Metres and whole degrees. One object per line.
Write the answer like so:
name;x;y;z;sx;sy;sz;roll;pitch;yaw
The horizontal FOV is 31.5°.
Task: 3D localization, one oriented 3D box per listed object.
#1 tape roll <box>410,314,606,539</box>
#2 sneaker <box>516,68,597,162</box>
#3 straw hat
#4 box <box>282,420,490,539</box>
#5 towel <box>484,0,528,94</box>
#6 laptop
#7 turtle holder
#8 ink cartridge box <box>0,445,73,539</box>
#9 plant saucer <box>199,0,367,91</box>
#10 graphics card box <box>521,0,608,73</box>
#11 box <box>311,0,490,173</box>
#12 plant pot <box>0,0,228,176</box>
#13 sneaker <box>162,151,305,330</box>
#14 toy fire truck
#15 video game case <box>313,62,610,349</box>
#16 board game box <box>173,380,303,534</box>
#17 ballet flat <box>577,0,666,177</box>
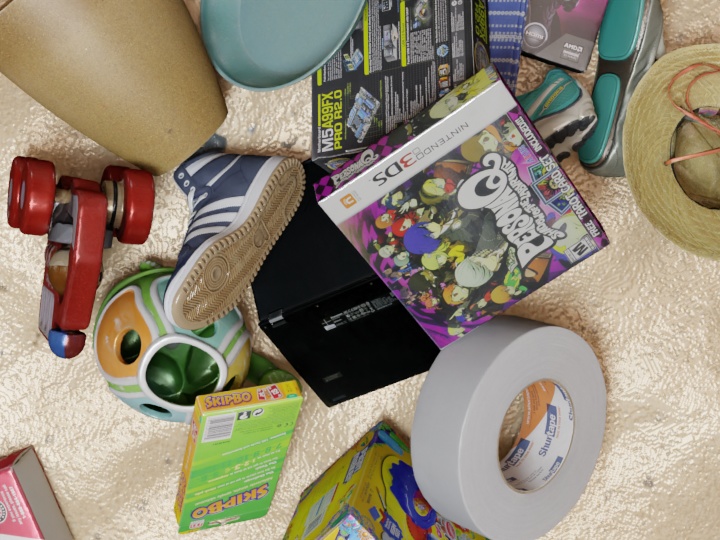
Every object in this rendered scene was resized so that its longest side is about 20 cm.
tape roll;0.139;0.144;1.170;0.199;0.066;0.203;-11;106;-40
sneaker;0.126;-0.115;1.198;0.198;0.077;0.080;-30;63;10
straw hat;0.320;-0.099;1.178;0.198;0.085;0.204;1;79;-5
box;0.032;0.278;1.167;0.193;0.200;0.122;45;108;-6
towel;0.082;-0.212;1.142;0.143;0.024;0.203;5;80;27
laptop;0.000;0.000;1.206;0.185;0.117;0.201;-22;126;22
turtle holder;-0.159;0.087;1.180;0.141;0.132;0.186;-39;112;-3
ink cartridge box;-0.387;0.279;1.235;0.198;0.086;0.149;-21;98;4
plant saucer;-0.060;-0.253;1.145;0.198;0.036;0.203;-10;74;35
graphics card box;0.178;-0.296;1.174;0.124;0.051;0.203;18;98;-1
box;0.034;-0.198;1.126;0.158;0.044;0.203;-9;73;26
plant pot;-0.216;-0.189;1.140;0.186;0.187;0.201;-38;111;5
sneaker;-0.142;-0.033;1.155;0.107;0.201;0.071;13;142;31
toy fire truck;-0.258;-0.012;1.145;0.111;0.200;0.171;4;95;-22
video game case;0.088;-0.047;1.074;0.180;0.036;0.200;-32;124;13
board game box;-0.118;0.178;1.187;0.094;0.030;0.201;-7;138;-23
ballet flat;0.252;-0.186;1.192;0.063;0.067;0.203;7;99;-29
